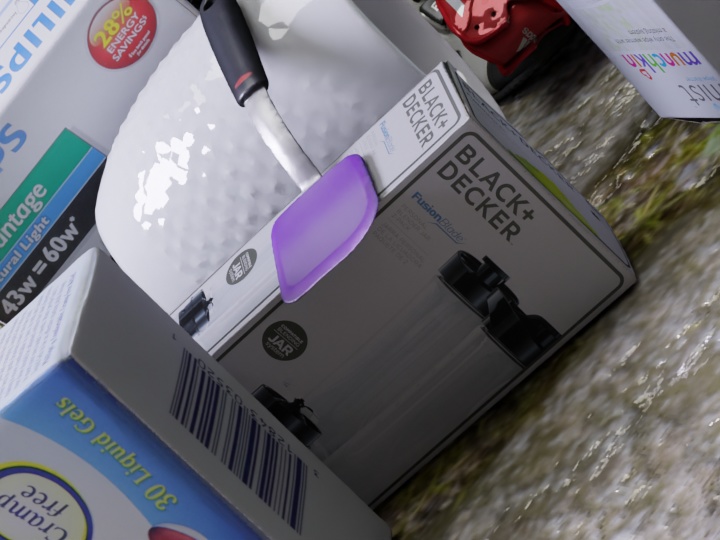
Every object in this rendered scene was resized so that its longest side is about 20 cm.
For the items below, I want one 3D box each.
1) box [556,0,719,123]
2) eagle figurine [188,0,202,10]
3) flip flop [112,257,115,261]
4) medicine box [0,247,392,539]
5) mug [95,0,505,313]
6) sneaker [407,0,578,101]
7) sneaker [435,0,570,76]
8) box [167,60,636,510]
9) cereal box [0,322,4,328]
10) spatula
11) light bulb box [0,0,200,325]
[{"bbox_3d":[0.165,-0.198,1.005,0.200,0.176,0.097,-49,19,-11],"label":"box"},{"bbox_3d":[-0.082,-0.125,1.372,0.151,0.200,0.152,-6,61,28],"label":"eagle figurine"},{"bbox_3d":[-0.105,-0.063,1.252,0.200,0.058,0.081,-36,13,41],"label":"flip flop"},{"bbox_3d":[-0.118,0.129,0.917,0.200,0.182,0.103,-40,18,18],"label":"medicine box"},{"bbox_3d":[-0.031,-0.058,1.120,0.175,0.148,0.200,-45,-13,13],"label":"mug"},{"bbox_3d":[0.060,-0.153,1.305,0.074,0.089,0.200,-48,19,-12],"label":"sneaker"},{"bbox_3d":[0.121,-0.150,1.176,0.200,0.078,0.116,7,69,51],"label":"sneaker"},{"bbox_3d":[0.006,0.020,0.975,0.200,0.117,0.060,-41,27,12],"label":"box"},{"bbox_3d":[-0.236,0.111,1.302,0.200,0.144,0.040,-38,17,21],"label":"cereal box"},{"bbox_3d":[-0.038,-0.065,0.975,0.056,0.021,0.200,-41,46,16],"label":"spatula"},{"bbox_3d":[-0.196,-0.102,1.215,0.199,0.125,0.200,-51,47,2],"label":"light bulb box"}]
